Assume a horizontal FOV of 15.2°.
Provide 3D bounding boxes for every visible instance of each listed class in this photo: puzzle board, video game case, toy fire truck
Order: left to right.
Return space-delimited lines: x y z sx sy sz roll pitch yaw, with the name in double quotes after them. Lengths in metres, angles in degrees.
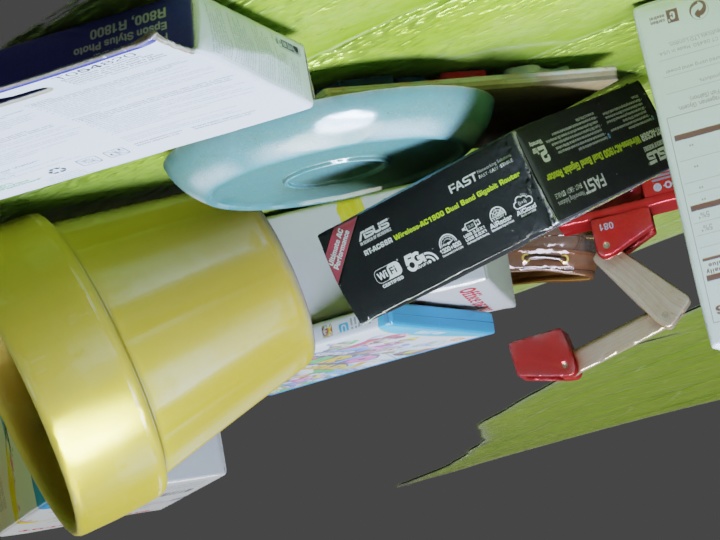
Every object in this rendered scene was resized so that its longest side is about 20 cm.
-0.024 0.058 1.917 0.200 0.018 0.143 -17 167 31 "video game case"
0.034 -0.094 1.629 0.199 0.017 0.151 -6 170 -28 "puzzle board"
0.199 -0.004 1.968 0.199 0.142 0.049 -13 170 10 "toy fire truck"

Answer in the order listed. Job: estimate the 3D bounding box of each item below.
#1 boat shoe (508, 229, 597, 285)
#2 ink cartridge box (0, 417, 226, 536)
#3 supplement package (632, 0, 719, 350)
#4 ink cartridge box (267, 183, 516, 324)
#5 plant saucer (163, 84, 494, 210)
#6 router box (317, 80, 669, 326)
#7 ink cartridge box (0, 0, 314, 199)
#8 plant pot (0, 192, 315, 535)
0.083 -0.003 2.046 0.199 0.068 0.072 -13 170 7 "boat shoe"
-0.214 0.119 2.156 0.147 0.145 0.200 -7 169 -22 "ink cartridge box"
0.241 -0.059 1.529 0.117 0.201 0.117 -15 170 16 "supplement package"
0.000 0.000 1.918 0.199 0.084 0.145 -13 169 9 "ink cartridge box"
-0.016 -0.068 1.595 0.199 0.028 0.200 -10 171 -2 "plant saucer"
0.086 -0.044 1.636 0.150 0.062 0.200 -27 179 30 "router box"
-0.149 -0.090 1.359 0.199 0.041 0.200 -15 170 18 "ink cartridge box"
-0.139 0.040 1.716 0.188 0.201 0.201 -24 173 -15 "plant pot"
